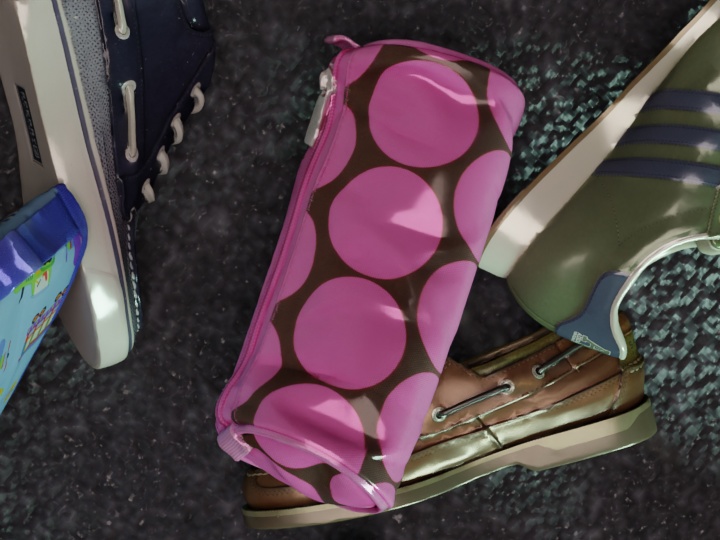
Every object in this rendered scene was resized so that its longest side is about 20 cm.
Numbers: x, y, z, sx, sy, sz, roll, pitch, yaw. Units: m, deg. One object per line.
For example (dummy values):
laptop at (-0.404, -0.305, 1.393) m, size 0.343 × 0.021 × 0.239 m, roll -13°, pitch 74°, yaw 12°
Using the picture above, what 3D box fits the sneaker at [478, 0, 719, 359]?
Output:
sneaker at (0.149, -0.046, 0.911) m, size 0.090 × 0.067 × 0.200 m, roll 44°, pitch 92°, yaw 10°

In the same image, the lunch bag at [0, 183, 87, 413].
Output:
lunch bag at (-0.191, 0.053, 0.845) m, size 0.094 × 0.151 × 0.200 m, roll 46°, pitch 122°, yaw -3°

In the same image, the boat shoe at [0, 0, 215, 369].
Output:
boat shoe at (-0.103, -0.057, 0.912) m, size 0.092 × 0.075 × 0.201 m, roll -21°, pitch 120°, yaw -24°

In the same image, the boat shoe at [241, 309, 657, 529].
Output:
boat shoe at (0.035, 0.066, 0.945) m, size 0.199 × 0.072 × 0.068 m, roll -15°, pitch 96°, yaw -9°

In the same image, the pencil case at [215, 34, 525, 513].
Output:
pencil case at (0.000, 0.000, 0.885) m, size 0.093 × 0.091 × 0.201 m, roll 22°, pitch 76°, yaw -22°
